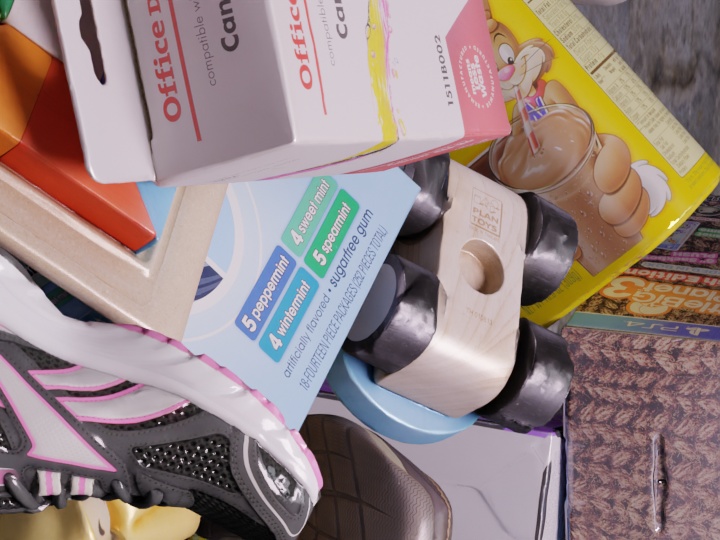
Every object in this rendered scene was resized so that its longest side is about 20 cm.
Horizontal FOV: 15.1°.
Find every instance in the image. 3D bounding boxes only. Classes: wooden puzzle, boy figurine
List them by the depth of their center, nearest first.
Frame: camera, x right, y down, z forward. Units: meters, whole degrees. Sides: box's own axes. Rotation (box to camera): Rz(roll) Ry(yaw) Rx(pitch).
[{"bbox_3d":[-0.112,-0.090,0.996,0.200,0.037,0.185,39,47,-29],"label":"wooden puzzle"},{"bbox_3d":[-0.105,0.067,1.164,0.124,0.064,0.200,64,30,-16],"label":"boy figurine"}]

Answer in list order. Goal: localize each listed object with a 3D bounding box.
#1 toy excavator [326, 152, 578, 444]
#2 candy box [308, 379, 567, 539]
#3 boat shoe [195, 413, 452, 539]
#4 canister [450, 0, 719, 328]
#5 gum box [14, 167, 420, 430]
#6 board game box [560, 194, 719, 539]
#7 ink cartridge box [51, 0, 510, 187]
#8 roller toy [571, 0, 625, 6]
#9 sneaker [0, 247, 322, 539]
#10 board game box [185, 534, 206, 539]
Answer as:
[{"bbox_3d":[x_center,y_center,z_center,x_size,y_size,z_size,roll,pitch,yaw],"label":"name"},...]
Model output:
[{"bbox_3d":[0.000,0.000,1.257,0.100,0.200,0.195,25,55,-30],"label":"toy excavator"},{"bbox_3d":[0.046,0.098,1.457,0.200,0.167,0.072,-5,103,-71],"label":"candy box"},{"bbox_3d":[-0.007,0.102,1.223,0.073,0.200,0.075,11,91,-29],"label":"boat shoe"},{"bbox_3d":[0.064,-0.079,1.331,0.087,0.200,0.149,-44,-178,-42],"label":"canister"},{"bbox_3d":[-0.083,-0.039,1.070,0.200,0.045,0.170,44,44,-16],"label":"gum box"},{"bbox_3d":[0.178,0.068,1.421,0.200,0.097,0.160,-48,140,-60],"label":"board game box"},{"bbox_3d":[-0.029,-0.095,1.007,0.200,0.067,0.117,-9,85,-58],"label":"ink cartridge box"},{"bbox_3d":[0.110,-0.246,1.560,0.200,0.140,0.183,75,29,-45],"label":"roller toy"},{"bbox_3d":[-0.115,0.057,0.969,0.086,0.200,0.080,-64,-172,-19],"label":"sneaker"},{"bbox_3d":[-0.102,0.162,1.285,0.105,0.023,0.200,-1,98,-73],"label":"board game box"}]
